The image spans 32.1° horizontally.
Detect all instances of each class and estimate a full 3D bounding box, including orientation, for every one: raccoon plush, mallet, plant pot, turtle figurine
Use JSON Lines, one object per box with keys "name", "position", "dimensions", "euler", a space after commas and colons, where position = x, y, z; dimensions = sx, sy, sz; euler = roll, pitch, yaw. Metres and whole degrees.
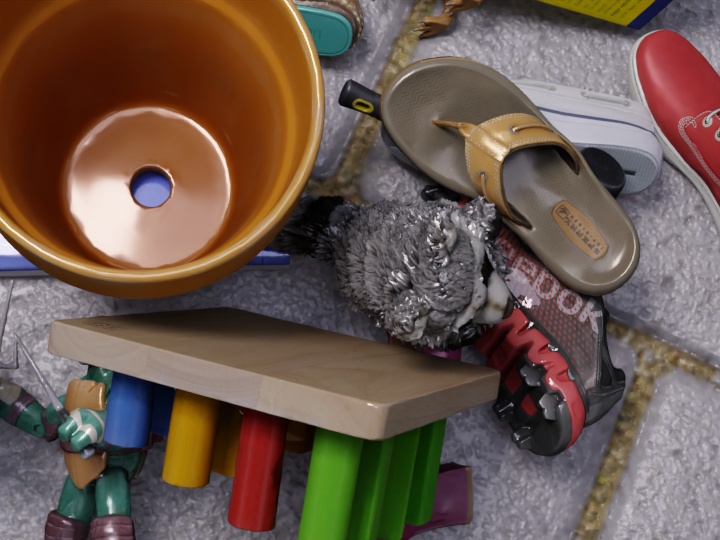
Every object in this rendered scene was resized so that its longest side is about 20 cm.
{"name": "raccoon plush", "position": [0.000, 0.000, 0.739], "dimensions": [0.197, 0.134, 0.098], "euler": [2, 89, 23]}
{"name": "mallet", "position": [0.075, -0.072, 0.836], "dimensions": [0.197, 0.066, 0.041], "euler": [17, 44, -7]}
{"name": "plant pot", "position": [-0.129, -0.073, 0.741], "dimensions": [0.197, 0.183, 0.203], "euler": [2, 77, -8]}
{"name": "turtle figurine", "position": [-0.169, 0.102, 0.754], "dimensions": [0.100, 0.149, 0.203], "euler": [0, 85, -32]}

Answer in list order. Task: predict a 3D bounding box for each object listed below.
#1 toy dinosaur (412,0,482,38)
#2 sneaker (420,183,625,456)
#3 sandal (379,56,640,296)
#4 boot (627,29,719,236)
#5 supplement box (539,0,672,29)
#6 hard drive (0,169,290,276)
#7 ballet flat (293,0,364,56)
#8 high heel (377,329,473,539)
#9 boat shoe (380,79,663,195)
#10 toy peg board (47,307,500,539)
{"name": "toy dinosaur", "position": [0.065, -0.231, 0.898], "dimensions": [0.197, 0.060, 0.108], "euler": [-8, 76, -10]}
{"name": "sneaker", "position": [0.110, 0.022, 0.839], "dimensions": [0.097, 0.071, 0.202], "euler": [-16, 67, -30]}
{"name": "sandal", "position": [0.100, -0.060, 0.781], "dimensions": [0.200, 0.054, 0.080], "euler": [42, 94, -5]}
{"name": "boot", "position": [0.265, -0.098, 0.849], "dimensions": [0.072, 0.144, 0.201], "euler": [-29, 81, -13]}
{"name": "supplement box", "position": [0.138, -0.261, 0.856], "dimensions": [0.198, 0.109, 0.111], "euler": [10, 64, -23]}
{"name": "hard drive", "position": [-0.149, -0.065, 0.845], "dimensions": [0.197, 0.025, 0.134], "euler": [-1, 77, -8]}
{"name": "ballet flat", "position": [-0.095, -0.196, 0.874], "dimensions": [0.197, 0.071, 0.066], "euler": [12, 49, -7]}
{"name": "high heel", "position": [0.016, 0.074, 0.809], "dimensions": [0.095, 0.067, 0.203], "euler": [-5, 80, -20]}
{"name": "boat shoe", "position": [0.111, -0.099, 0.877], "dimensions": [0.197, 0.074, 0.067], "euler": [11, 48, -6]}
{"name": "toy peg board", "position": [-0.047, 0.091, 0.715], "dimensions": [0.197, 0.200, 0.099], "euler": [11, 94, 23]}
